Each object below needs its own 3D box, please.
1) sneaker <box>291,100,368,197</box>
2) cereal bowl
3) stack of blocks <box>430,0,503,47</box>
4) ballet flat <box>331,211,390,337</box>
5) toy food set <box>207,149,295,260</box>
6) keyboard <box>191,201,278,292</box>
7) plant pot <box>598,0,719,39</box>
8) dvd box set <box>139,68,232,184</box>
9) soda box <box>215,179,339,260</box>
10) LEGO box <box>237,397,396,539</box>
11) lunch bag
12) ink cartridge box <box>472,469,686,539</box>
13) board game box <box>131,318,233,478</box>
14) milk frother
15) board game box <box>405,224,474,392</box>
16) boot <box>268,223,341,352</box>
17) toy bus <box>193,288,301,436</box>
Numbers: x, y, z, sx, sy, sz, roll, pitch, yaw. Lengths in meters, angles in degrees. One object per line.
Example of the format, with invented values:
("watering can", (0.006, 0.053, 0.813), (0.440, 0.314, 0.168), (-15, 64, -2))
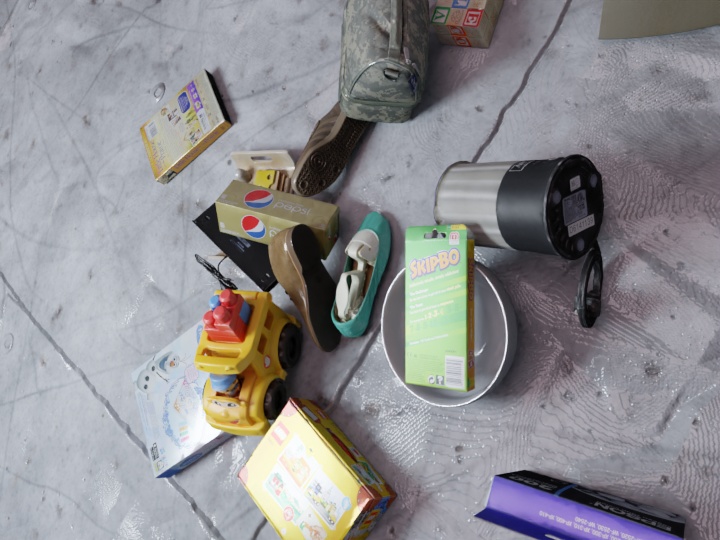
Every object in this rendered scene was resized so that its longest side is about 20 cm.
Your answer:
("sneaker", (-0.057, -0.210, 1.037), (0.202, 0.071, 0.075), (-53, 37, -12))
("cereal bowl", (0.127, 0.077, 0.836), (0.196, 0.082, 0.207), (2, 93, 38))
("stack of blocks", (0.177, -0.469, 0.980), (0.113, 0.058, 0.206), (17, 86, 32))
("ballet flat", (0.000, 0.000, 0.950), (0.066, 0.070, 0.206), (9, 81, 28))
("toy food set", (-0.198, -0.115, 1.100), (0.140, 0.060, 0.207), (4, 79, 30))
("keyboard", (-0.216, -0.031, 1.040), (0.127, 0.021, 0.199), (-42, 67, -17))
("plant pot", (0.416, -0.420, 0.766), (0.172, 0.200, 0.206), (16, 84, 19))
("dvd box set", (-0.360, -0.293, 1.256), (0.198, 0.029, 0.149), (-36, 63, 16))
("soda box", (-0.134, -0.084, 1.004), (0.194, 0.065, 0.068), (15, 44, 13))
("LEGO box", (-0.068, 0.314, 0.902), (0.199, 0.077, 0.150), (41, 98, 31))
("lunch bag", (0.040, -0.349, 0.945), (0.135, 0.168, 0.207), (5, 75, -6))
("ink cartridge box", (0.242, 0.267, 0.665), (0.193, 0.199, 0.045), (9, 83, 30))
("board game box", (-0.303, 0.222, 1.079), (0.197, 0.043, 0.204), (-34, 63, 17))
("milk frother", (0.216, -0.039, 0.794), (0.186, 0.176, 0.207), (10, 99, 54))
("board game box", (0.101, 0.046, 0.789), (0.093, 0.030, 0.207), (1, 94, 38))
("boot", (-0.086, 0.031, 0.968), (0.074, 0.073, 0.206), (-10, 102, 41))
("toy bus", (-0.188, 0.125, 0.936), (0.131, 0.193, 0.205), (3, 60, 18))
